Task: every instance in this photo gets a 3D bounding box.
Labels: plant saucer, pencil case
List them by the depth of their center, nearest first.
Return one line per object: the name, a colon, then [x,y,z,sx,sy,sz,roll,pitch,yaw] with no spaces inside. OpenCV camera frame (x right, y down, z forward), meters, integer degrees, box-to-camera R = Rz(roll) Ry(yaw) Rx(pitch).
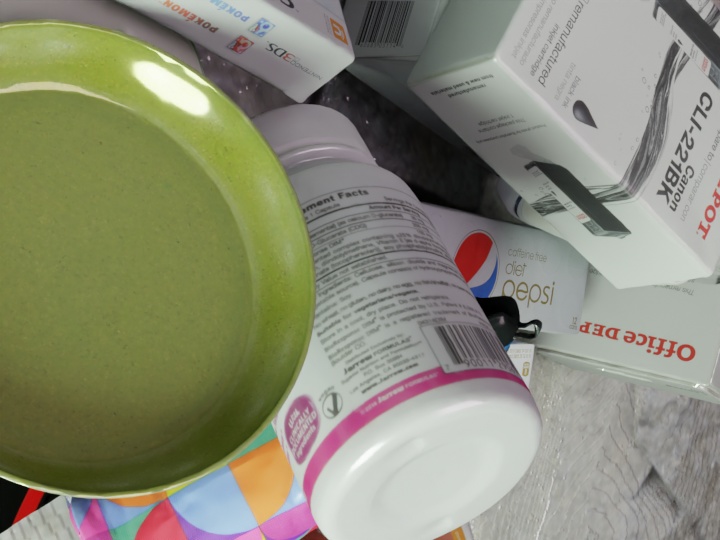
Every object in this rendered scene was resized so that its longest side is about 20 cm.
plant saucer: [-0.112,-0.004,0.600,0.198,0.031,0.202,13,62,-25]
pencil case: [-0.058,0.113,0.788,0.198,0.089,0.089,-26,122,-4]

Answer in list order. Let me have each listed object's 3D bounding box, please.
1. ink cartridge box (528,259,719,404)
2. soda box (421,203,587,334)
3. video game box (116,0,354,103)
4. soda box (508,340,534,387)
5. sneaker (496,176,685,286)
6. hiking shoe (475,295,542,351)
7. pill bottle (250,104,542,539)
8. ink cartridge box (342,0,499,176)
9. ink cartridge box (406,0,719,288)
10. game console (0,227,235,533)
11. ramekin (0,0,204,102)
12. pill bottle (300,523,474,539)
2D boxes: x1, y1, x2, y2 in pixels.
ink cartridge box: [0.226,-0.014,1.103,0.084,0.145,0.202,30,76,-57]
soda box: [0.070,-0.002,0.982,0.199,0.063,0.069,9,91,-50]
video game box: [-0.092,-0.198,0.708,0.181,0.047,0.202,25,42,-50]
soda box: [0.028,0.075,0.960,0.199,0.063,0.069,3,95,-48]
sneaker: [0.166,-0.035,0.974,0.199,0.071,0.073,11,130,-49]
hiking shoe: [0.000,0.000,0.845,0.199,0.087,0.075,33,27,-10]
pill bottle: [-0.005,0.022,0.717,0.112,0.201,0.114,-18,144,-14]
ink cartridge box: [0.092,-0.175,0.970,0.199,0.083,0.178,29,75,-48]
ink cartridge box: [0.144,-0.106,0.875,0.200,0.083,0.145,41,64,-26]
game console: [-0.143,0.067,0.691,0.176,0.200,0.031,-31,75,-35]
ramekin: [-0.161,-0.060,0.691,0.199,0.097,0.203,-12,106,-47]
pill bottle: [-0.031,0.192,0.878,0.199,0.111,0.114,-20,112,-45]
